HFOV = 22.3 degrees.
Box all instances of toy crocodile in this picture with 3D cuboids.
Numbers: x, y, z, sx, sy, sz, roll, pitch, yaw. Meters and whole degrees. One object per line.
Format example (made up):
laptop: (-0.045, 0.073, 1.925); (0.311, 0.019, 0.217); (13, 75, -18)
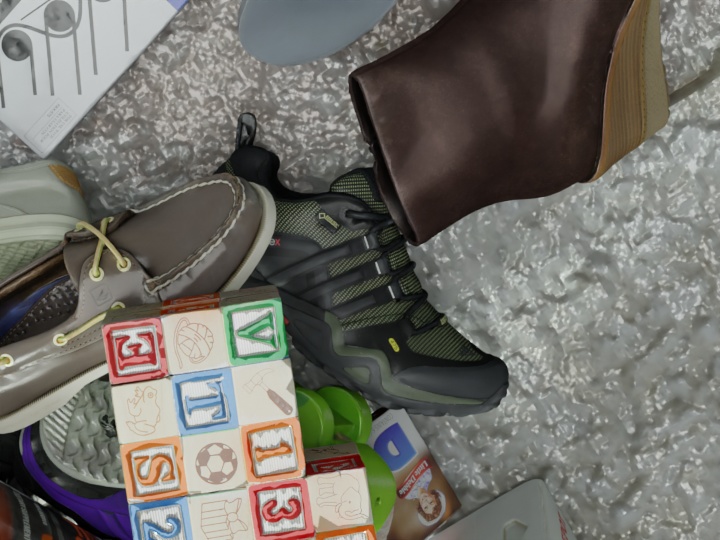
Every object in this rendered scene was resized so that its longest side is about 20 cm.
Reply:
toy crocodile: (-0.061, 0.069, 0.977); (0.199, 0.067, 0.062); (35, 102, 20)

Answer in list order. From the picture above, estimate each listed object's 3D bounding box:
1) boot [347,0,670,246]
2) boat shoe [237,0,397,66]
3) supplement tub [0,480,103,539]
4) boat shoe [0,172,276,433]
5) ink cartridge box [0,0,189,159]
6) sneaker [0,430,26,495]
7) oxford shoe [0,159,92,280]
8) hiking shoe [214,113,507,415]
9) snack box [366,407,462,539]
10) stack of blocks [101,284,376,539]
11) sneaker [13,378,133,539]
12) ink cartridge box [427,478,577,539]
boot: (0.070, -0.127, 0.922); (0.165, 0.072, 0.201); (-23, 111, -18)
boat shoe: (0.002, -0.191, 0.939); (0.070, 0.067, 0.200); (20, 130, -25)
supplement tub: (-0.170, 0.189, 0.992); (0.107, 0.107, 0.200); (-40, 133, 11)
boat shoe: (-0.135, 0.010, 0.930); (0.199, 0.072, 0.060); (-32, 137, 14)
ink cartridge box: (-0.133, -0.164, 0.964); (0.094, 0.044, 0.200); (42, 102, -9)
sneaker: (-0.260, 0.102, 1.028); (0.199, 0.060, 0.105); (29, 102, -14)
oxford shoe: (-0.234, -0.023, 0.999); (0.198, 0.075, 0.058); (-7, 65, 17)
hiking shoe: (0.000, 0.000, 0.970); (0.199, 0.076, 0.101); (30, 103, 1)
snack box: (-0.033, 0.155, 0.982); (0.200, 0.024, 0.072); (-36, 98, -33)
stack of blocks: (-0.053, 0.112, 0.886); (0.114, 0.059, 0.202); (-9, 96, -4)
sneaker: (-0.105, 0.125, 1.028); (0.199, 0.070, 0.099); (27, 143, -23)
ink cartridge box: (0.113, 0.235, 0.999); (0.083, 0.144, 0.201); (-28, 101, 10)
